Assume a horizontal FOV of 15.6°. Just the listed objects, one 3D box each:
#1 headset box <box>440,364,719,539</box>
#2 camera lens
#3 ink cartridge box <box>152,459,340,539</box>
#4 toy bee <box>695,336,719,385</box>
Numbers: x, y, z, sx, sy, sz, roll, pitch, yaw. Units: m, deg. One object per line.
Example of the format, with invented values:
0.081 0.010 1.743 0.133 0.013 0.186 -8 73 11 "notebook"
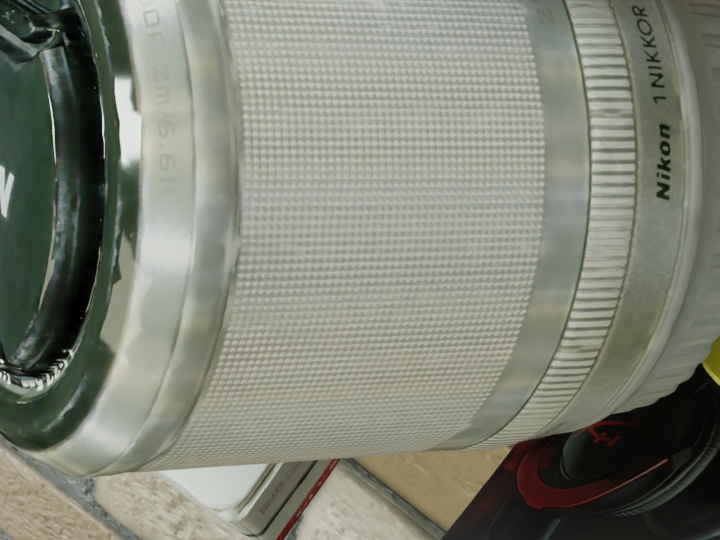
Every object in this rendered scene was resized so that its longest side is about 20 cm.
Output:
0.106 0.114 0.852 0.148 0.200 0.075 18 142 34 "headset box"
-0.012 -0.028 0.720 0.160 0.199 0.161 4 95 60 "camera lens"
-0.071 0.023 0.934 0.144 0.084 0.200 36 174 6 "ink cartridge box"
0.165 0.002 0.768 0.130 0.201 0.109 22 -166 -37 "toy bee"
